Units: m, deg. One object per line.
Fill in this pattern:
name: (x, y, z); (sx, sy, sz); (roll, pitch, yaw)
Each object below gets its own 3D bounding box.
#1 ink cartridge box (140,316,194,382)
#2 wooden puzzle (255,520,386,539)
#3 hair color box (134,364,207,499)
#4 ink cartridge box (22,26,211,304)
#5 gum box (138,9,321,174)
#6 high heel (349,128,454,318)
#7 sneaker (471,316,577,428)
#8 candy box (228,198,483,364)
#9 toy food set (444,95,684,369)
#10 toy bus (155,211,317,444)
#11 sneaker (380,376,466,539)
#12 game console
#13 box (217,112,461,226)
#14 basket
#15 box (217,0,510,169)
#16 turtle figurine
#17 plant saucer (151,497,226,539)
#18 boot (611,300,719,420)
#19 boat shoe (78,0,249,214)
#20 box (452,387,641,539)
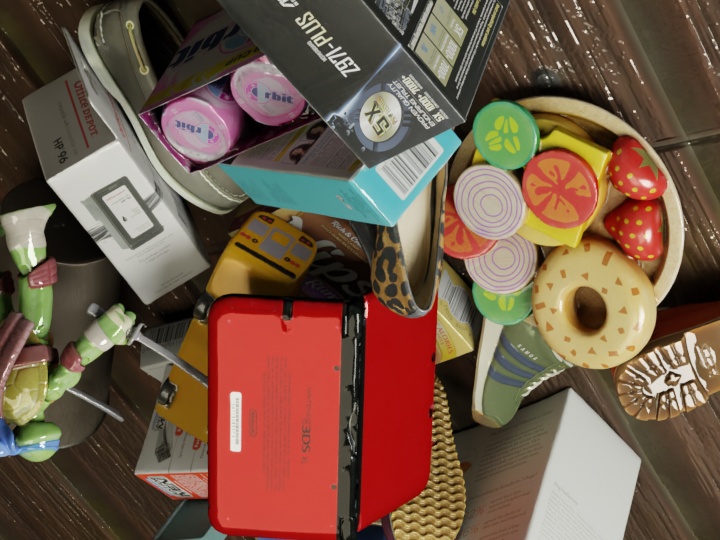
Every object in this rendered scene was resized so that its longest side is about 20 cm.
ink cartridge box: (-0.083, 0.102, 1.541); (0.162, 0.057, 0.200); (-15, 146, 34)
wooden puzzle: (-0.043, 0.239, 1.632); (0.185, 0.046, 0.200); (3, 140, 21)
hair color box: (-0.091, 0.137, 1.436); (0.200, 0.111, 0.064); (-5, 147, 32)
ink cartridge box: (-0.203, -0.082, 1.307); (0.068, 0.116, 0.200); (-30, 134, 2)
gum box: (-0.054, -0.156, 1.199); (0.200, 0.114, 0.066); (-19, 123, 37)
high heel: (0.049, -0.070, 1.205); (0.071, 0.143, 0.200); (4, 122, -22)
sneaker: (0.148, 0.069, 1.369); (0.090, 0.067, 0.200); (17, 135, 15)
candy box: (0.000, 0.000, 1.377); (0.117, 0.057, 0.200); (-22, 122, 39)
toy food set: (0.146, -0.035, 1.238); (0.198, 0.049, 0.200); (27, 124, 20)
toy bus: (-0.105, 0.051, 1.355); (0.065, 0.078, 0.200); (29, 129, 3)
sneaker: (0.043, 0.184, 1.446); (0.075, 0.200, 0.090); (12, 139, -14)
game console: (-0.029, 0.102, 1.311); (0.172, 0.119, 0.201); (3, 107, 5)
box: (-0.020, -0.084, 1.177); (0.049, 0.082, 0.200); (47, 163, -27)
basket: (-0.279, 0.026, 1.469); (0.136, 0.180, 0.200); (-7, 137, -28)
box: (0.011, -0.197, 1.063); (0.086, 0.200, 0.164); (-24, 121, 37)
turtle figurine: (-0.243, 0.047, 1.334); (0.144, 0.200, 0.194); (163, 91, -70)
plant saucer: (-0.123, 0.195, 1.494); (0.070, 0.200, 0.019); (-9, 113, 28)
boot: (0.289, 0.046, 1.287); (0.200, 0.107, 0.075); (-17, 107, 5)
boat shoe: (-0.141, -0.129, 1.298); (0.060, 0.072, 0.202); (-12, 123, 39)
box: (0.140, 0.226, 1.436); (0.152, 0.200, 0.106); (-27, 117, 41)
